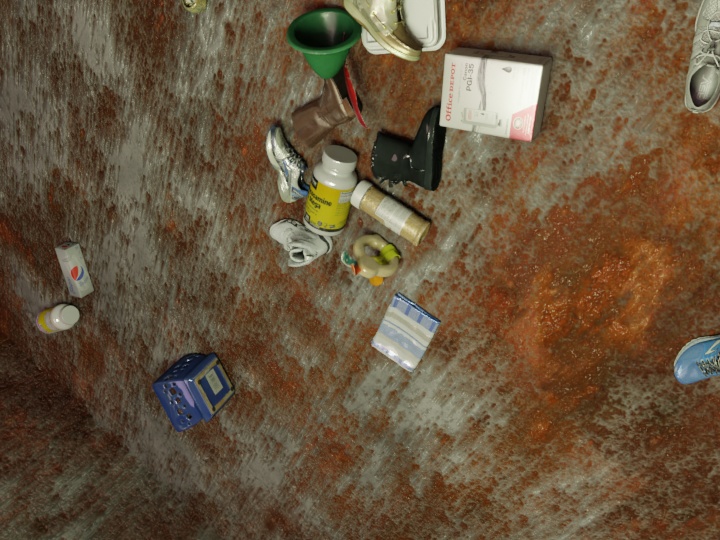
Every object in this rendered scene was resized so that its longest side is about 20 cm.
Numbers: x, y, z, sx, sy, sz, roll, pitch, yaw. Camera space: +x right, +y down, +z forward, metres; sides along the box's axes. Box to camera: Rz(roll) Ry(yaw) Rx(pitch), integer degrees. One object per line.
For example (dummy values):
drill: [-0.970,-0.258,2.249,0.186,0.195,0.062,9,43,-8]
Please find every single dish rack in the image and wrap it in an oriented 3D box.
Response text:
dish rack: [0.076,-0.539,1.226,0.196,0.043,0.175,8,118,29]

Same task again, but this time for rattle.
rattle: [0.000,0.000,1.462,0.142,0.200,0.131,-35,94,40]

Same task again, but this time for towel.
towel: [0.117,0.170,1.594,0.145,0.024,0.202,33,128,13]

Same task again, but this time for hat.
hat: [-0.070,-0.442,1.308,0.161,0.203,0.178,-4,141,2]

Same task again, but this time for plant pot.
plant pot: [-0.562,0.409,2.055,0.177,0.200,0.203,-17,106,30]

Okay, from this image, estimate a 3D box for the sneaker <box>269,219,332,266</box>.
sneaker: [-0.182,-0.075,1.595,0.196,0.115,0.077,17,123,24]

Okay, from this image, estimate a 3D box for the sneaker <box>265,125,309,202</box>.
sneaker: [-0.177,-0.276,1.522,0.083,0.077,0.203,-3,120,23]

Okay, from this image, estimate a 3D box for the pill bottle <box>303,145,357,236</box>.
pill bottle: [-0.071,-0.196,1.460,0.111,0.112,0.203,29,127,16]

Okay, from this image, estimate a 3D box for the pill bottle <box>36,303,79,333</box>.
pill bottle: [-1.228,0.194,2.424,0.197,0.104,0.106,-13,108,36]

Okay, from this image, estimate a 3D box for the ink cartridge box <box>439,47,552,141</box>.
ink cartridge box: [0.263,-0.350,1.180,0.196,0.083,0.149,16,123,25]

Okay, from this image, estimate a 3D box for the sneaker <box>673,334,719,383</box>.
sneaker: [0.706,0.170,1.170,0.079,0.089,0.200,46,130,4]

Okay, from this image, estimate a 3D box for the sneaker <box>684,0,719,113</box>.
sneaker: [0.581,-0.355,0.972,0.073,0.082,0.204,10,120,28]

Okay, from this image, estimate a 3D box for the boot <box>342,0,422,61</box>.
boot: [0.072,-0.527,1.164,0.200,0.072,0.155,44,127,5]

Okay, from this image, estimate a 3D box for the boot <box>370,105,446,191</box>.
boot: [0.105,-0.278,1.333,0.160,0.073,0.202,19,124,27]

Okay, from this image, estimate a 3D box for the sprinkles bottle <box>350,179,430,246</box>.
sprinkles bottle: [0.072,-0.139,1.427,0.198,0.068,0.069,34,128,13]

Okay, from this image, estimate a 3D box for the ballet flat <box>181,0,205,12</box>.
ballet flat: [-0.407,-0.725,1.423,0.069,0.071,0.204,17,123,24]

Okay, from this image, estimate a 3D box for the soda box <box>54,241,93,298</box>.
soda box: [-1.080,-0.002,2.248,0.067,0.063,0.204,10,120,27]

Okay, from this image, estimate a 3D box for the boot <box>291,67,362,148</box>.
boot: [-0.110,-0.407,1.411,0.198,0.064,0.189,-19,101,43]
